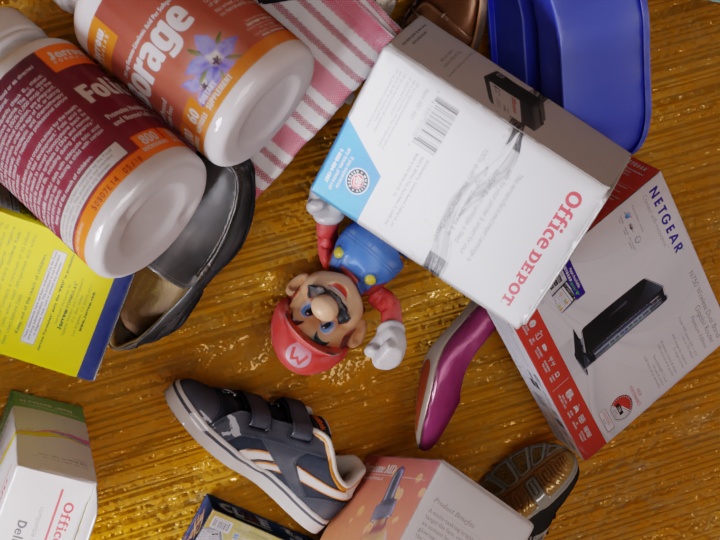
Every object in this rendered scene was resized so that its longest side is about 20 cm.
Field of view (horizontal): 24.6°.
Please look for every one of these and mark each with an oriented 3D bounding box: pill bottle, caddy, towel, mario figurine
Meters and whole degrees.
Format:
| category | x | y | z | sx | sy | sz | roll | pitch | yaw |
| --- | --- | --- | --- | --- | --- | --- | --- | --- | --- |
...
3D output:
| category | x | y | z | sx | sy | sz | roll | pitch | yaw |
| --- | --- | --- | --- | --- | --- | --- | --- | --- | --- |
| pill bottle | -0.219 | -0.098 | 1.222 | 0.200 | 0.114 | 0.114 | 41 | 94 | 17 |
| caddy | 0.176 | -0.180 | 1.321 | 0.104 | 0.141 | 0.202 | -18 | 121 | -18 |
| pill bottle | -0.140 | -0.179 | 1.227 | 0.200 | 0.112 | 0.112 | 40 | 95 | 13 |
| towel | -0.080 | -0.162 | 1.293 | 0.146 | 0.030 | 0.200 | 44 | 103 | 5 |
| mario figurine | 0.000 | 0.000 | 1.352 | 0.201 | 0.123 | 0.106 | -53 | 138 | 0 |

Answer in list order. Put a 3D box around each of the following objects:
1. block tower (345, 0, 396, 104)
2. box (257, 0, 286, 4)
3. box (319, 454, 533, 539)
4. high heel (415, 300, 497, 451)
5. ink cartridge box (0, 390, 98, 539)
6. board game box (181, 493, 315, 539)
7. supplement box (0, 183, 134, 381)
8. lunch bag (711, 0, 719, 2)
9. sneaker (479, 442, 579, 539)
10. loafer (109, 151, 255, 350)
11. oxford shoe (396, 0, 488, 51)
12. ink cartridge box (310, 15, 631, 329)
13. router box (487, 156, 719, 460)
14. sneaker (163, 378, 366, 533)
| category | x | y | z | sx | sy | sz | roll | pitch | yaw |
| --- | --- | --- | --- | --- | --- | --- | --- | --- | --- |
| block tower | 0.005 | -0.238 | 1.316 | 0.057 | 0.054 | 0.202 | 21 | 100 | -18 |
| box | 0.003 | -0.316 | 1.244 | 0.198 | 0.050 | 0.201 | -10 | 85 | -3 |
| box | 0.028 | 0.269 | 1.388 | 0.106 | 0.152 | 0.201 | 35 | 72 | -18 |
| high heel | 0.110 | 0.068 | 1.424 | 0.095 | 0.067 | 0.202 | 15 | 99 | -7 |
| ink cartridge box | -0.259 | 0.187 | 1.297 | 0.067 | 0.200 | 0.118 | 17 | 102 | -18 |
| board game box | -0.079 | 0.298 | 1.466 | 0.199 | 0.035 | 0.136 | 27 | 98 | -20 |
| supplement box | -0.286 | -0.007 | 1.280 | 0.198 | 0.109 | 0.110 | 20 | 101 | -19 |
| lunch bag | 0.304 | -0.315 | 1.305 | 0.121 | 0.171 | 0.202 | 10 | 108 | -18 |
| sneaker | 0.136 | 0.242 | 1.491 | 0.087 | 0.076 | 0.200 | 35 | 105 | -27 |
| loafer | -0.141 | -0.012 | 1.294 | 0.072 | 0.072 | 0.201 | 31 | 123 | 5 |
| oxford shoe | 0.061 | -0.200 | 1.335 | 0.070 | 0.071 | 0.202 | 7 | 106 | -11 |
| ink cartridge box | 0.084 | -0.075 | 1.268 | 0.199 | 0.084 | 0.146 | 34 | 123 | 5 |
| router box | 0.211 | 0.033 | 1.417 | 0.179 | 0.049 | 0.201 | -39 | 125 | -10 |
| sneaker | -0.077 | 0.138 | 1.396 | 0.079 | 0.079 | 0.200 | -44 | 123 | 6 |
